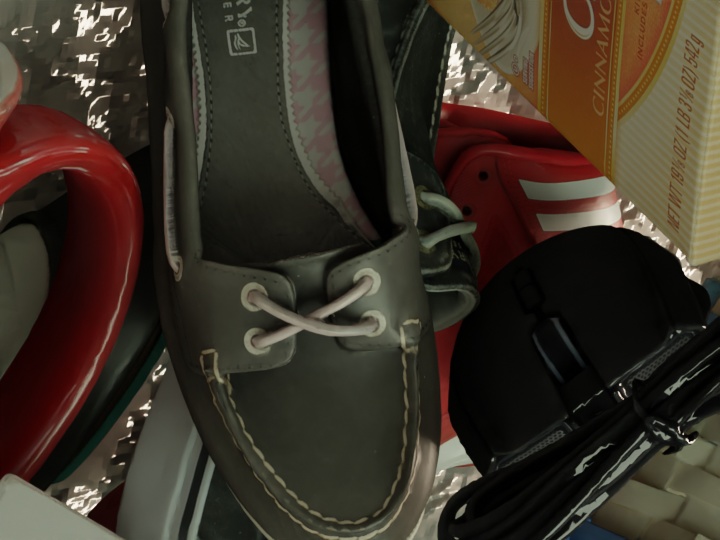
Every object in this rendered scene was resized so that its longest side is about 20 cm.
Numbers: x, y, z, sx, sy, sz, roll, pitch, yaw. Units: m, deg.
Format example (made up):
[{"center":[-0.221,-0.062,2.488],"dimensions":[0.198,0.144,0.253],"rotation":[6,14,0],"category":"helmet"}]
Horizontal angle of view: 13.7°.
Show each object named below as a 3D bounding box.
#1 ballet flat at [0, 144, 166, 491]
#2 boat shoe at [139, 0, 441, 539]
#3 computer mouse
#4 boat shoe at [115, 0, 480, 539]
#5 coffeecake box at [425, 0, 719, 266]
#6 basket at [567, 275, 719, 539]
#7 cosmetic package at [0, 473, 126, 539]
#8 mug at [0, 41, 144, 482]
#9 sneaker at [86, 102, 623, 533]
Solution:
[{"center":[-0.111,0.045,0.810],"dimensions":[0.068,0.068,0.200],"rotation":[21,109,-34],"category":"ballet flat"},{"center":[-0.022,-0.027,0.733],"dimensions":[0.067,0.201,0.057],"rotation":[-9,166,-4],"category":"boat shoe"},{"center":[0.076,0.005,0.766],"dimensions":[0.140,0.200,0.046],"rotation":[-36,95,13],"category":"computer mouse"},{"center":[0.000,0.000,0.794],"dimensions":[0.072,0.071,0.201],"rotation":[42,63,-67],"category":"boat shoe"},{"center":[0.060,-0.124,0.699],"dimensions":[0.073,0.200,0.154],"rotation":[-16,130,-23],"category":"coffeecake box"},{"center":[0.132,0.118,0.893],"dimensions":[0.201,0.176,0.139],"rotation":[-62,155,-6],"category":"basket"},{"center":[-0.079,0.129,0.735],"dimensions":[0.113,0.081,0.200],"rotation":[-60,179,-15],"category":"cosmetic package"},{"center":[-0.141,0.040,0.700],"dimensions":[0.177,0.134,0.201],"rotation":[8,110,-14],"category":"mug"},{"center":[-0.006,0.015,0.866],"dimensions":[0.200,0.078,0.116],"rotation":[-30,128,-30],"category":"sneaker"}]
